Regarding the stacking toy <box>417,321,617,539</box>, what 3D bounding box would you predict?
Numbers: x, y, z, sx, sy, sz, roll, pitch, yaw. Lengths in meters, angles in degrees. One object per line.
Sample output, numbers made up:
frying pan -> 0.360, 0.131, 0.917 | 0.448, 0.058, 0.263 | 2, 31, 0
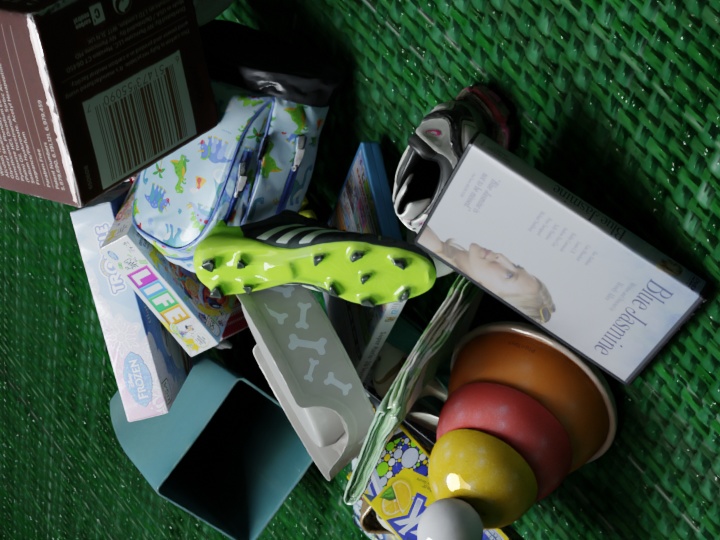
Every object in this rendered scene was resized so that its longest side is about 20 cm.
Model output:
stacking toy -> 0.097, 0.149, 1.372 | 0.146, 0.200, 0.146 | 22, 138, 21

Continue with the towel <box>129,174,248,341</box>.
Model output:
towel -> -0.151, -0.036, 1.714 | 0.022, 0.145, 0.200 | -26, 91, 28

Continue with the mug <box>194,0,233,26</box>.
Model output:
mug -> -0.167, -0.312, 1.509 | 0.175, 0.148, 0.200 | 49, 116, 22

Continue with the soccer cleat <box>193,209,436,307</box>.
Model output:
soccer cleat -> -0.035, -0.016, 1.432 | 0.200, 0.081, 0.068 | 3, 128, 12

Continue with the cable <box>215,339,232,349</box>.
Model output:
cable -> -0.187, -0.018, 1.849 | 0.200, 0.069, 0.200 | -2, 111, 59

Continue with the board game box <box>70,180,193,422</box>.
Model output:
board game box -> -0.213, 0.022, 1.692 | 0.199, 0.043, 0.200 | -77, -27, -80

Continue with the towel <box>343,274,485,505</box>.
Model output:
towel -> 0.052, 0.079, 1.422 | 0.023, 0.200, 0.153 | 29, 145, 6

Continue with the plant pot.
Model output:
plant pot -> -0.166, 0.161, 1.858 | 0.141, 0.141, 0.200 | 39, 177, -37

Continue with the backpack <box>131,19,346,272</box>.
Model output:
backpack -> -0.114, -0.096, 1.534 | 0.163, 0.154, 0.200 | 29, 123, 35

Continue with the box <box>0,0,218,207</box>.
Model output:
box -> -0.251, -0.170, 1.433 | 0.200, 0.166, 0.164 | 14, 127, 37

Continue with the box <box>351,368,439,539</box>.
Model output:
box -> 0.047, 0.199, 1.684 | 0.137, 0.040, 0.200 | 35, 141, 38

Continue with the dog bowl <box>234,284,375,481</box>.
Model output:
dog bowl -> -0.049, 0.078, 1.515 | 0.200, 0.059, 0.200 | 59, 171, 15

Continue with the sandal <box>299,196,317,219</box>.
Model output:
sandal -> -0.114, -0.087, 1.647 | 0.200, 0.087, 0.080 | 61, 153, 19

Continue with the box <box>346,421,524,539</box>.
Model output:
box -> 0.070, 0.206, 1.462 | 0.064, 0.070, 0.200 | 37, -176, -36

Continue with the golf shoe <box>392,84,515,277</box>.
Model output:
golf shoe -> 0.054, -0.060, 1.400 | 0.073, 0.092, 0.200 | 46, 149, 26

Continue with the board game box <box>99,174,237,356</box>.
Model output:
board game box -> -0.159, -0.034, 1.638 | 0.034, 0.200, 0.134 | -26, 117, 27

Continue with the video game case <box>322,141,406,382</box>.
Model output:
video game case -> 0.000, 0.000, 1.547 | 0.200, 0.018, 0.143 | 115, 147, -59

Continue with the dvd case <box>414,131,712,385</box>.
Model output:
dvd case -> 0.143, -0.005, 1.304 | 0.200, 0.018, 0.143 | 34, 146, 4

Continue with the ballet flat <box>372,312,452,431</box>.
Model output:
ballet flat -> 0.052, 0.093, 1.552 | 0.200, 0.070, 0.067 | 32, 148, 44

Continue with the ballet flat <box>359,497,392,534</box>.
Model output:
ballet flat -> 0.075, 0.204, 1.553 | 0.200, 0.072, 0.068 | -10, 125, 40
